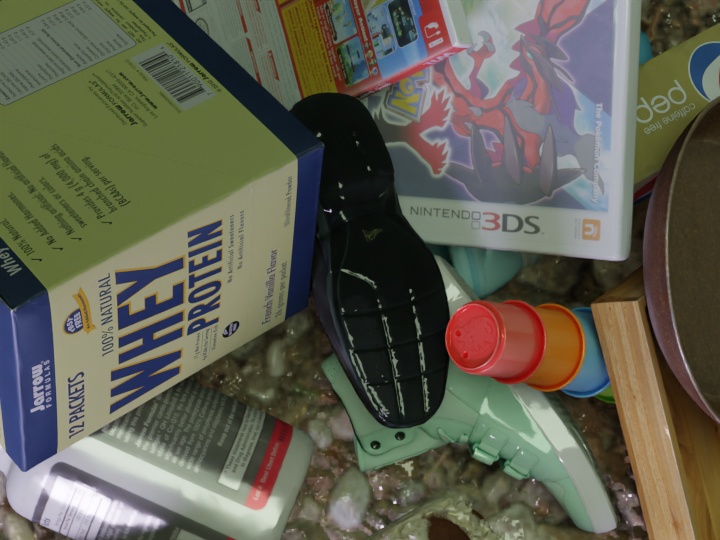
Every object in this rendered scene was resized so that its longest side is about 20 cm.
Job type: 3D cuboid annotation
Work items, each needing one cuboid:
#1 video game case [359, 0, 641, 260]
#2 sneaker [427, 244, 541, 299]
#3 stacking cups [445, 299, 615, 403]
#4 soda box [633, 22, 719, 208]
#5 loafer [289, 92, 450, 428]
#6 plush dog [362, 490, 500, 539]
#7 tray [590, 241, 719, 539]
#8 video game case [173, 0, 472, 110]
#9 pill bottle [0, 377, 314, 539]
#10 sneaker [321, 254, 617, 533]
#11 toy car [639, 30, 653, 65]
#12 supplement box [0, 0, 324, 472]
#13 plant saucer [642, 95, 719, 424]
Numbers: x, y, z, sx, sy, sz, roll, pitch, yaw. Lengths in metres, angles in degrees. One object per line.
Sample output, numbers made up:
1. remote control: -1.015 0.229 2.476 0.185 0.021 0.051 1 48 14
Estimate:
1. video game case: 0.074 -0.113 1.137 0.181 0.023 0.202 6 98 31
2. sneaker: 0.026 -0.067 1.211 0.082 0.074 0.200 -38 86 -17
3. stacking cups: 0.123 0.044 1.148 0.060 0.199 0.061 -6 79 34
4. soda box: 0.187 -0.091 1.201 0.199 0.068 0.064 -28 76 -24
5. loafer: 0.000 0.000 1.144 0.072 0.072 0.202 -8 72 -20
6. plush dog: 0.031 0.235 1.107 0.160 0.200 0.173 -30 84 3
7. tray: 0.195 0.095 1.167 0.098 0.037 0.202 -30 109 -47
8. video game case: -0.031 -0.165 1.177 0.017 0.199 0.144 -5 77 -51
9. pill bottle: -0.136 0.106 1.136 0.198 0.111 0.112 25 77 -3
10. sneaker: 0.063 0.102 1.196 0.118 0.074 0.201 -38 100 8
11. toy car: 0.147 -0.212 1.172 0.176 0.199 0.186 -6 83 -38
12. supplement box: -0.160 -0.039 1.088 0.199 0.135 0.200 -29 57 -28
13. plant saucer: 0.215 -0.002 1.144 0.199 0.036 0.203 8 80 -50
